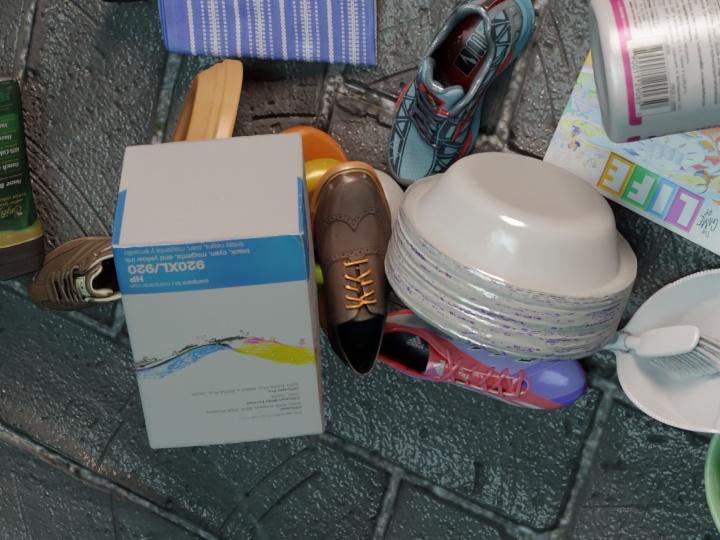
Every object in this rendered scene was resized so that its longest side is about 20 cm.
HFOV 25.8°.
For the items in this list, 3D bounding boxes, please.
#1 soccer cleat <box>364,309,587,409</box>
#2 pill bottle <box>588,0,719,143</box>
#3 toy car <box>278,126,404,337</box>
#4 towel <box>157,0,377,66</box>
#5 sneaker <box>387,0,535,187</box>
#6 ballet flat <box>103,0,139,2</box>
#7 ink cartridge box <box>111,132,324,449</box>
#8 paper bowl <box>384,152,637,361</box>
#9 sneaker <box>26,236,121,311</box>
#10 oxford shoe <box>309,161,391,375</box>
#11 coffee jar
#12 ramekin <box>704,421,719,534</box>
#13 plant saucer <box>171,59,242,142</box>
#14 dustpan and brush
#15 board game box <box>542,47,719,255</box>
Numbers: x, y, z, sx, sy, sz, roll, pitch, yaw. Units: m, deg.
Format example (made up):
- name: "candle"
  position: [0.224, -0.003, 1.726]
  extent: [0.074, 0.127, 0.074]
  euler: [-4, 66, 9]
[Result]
- name: "soccer cleat"
  position: [0.099, 0.084, 1.392]
  extent: [0.199, 0.076, 0.067]
  euler: [17, 112, 22]
- name: "pill bottle"
  position: [0.277, -0.165, 1.180]
  extent: [0.199, 0.113, 0.114]
  euler: [-8, 102, 4]
- name: "toy car"
  position: [-0.068, -0.037, 1.409]
  extent: [0.150, 0.174, 0.201]
  euler: [60, 138, 44]
- name: "towel"
  position: [-0.085, -0.249, 1.377]
  extent: [0.199, 0.024, 0.145]
  euler: [5, 124, 11]
- name: "sneaker"
  position: [0.067, -0.154, 1.328]
  extent: [0.079, 0.095, 0.201]
  euler: [34, 117, 15]
- name: "ballet flat"
  position: [-0.157, -0.289, 1.420]
  extent: [0.200, 0.073, 0.073]
  euler: [-39, 86, 27]
- name: "ink cartridge box"
  position: [-0.107, 0.017, 1.243]
  extent: [0.144, 0.148, 0.201]
  euler: [-5, 125, 0]
- name: "paper bowl"
  position: [0.126, -0.023, 1.272]
  extent: [0.200, 0.201, 0.105]
  euler: [25, 119, 18]
- name: "sneaker"
  position: [-0.265, 0.002, 1.552]
  extent: [0.199, 0.075, 0.071]
  euler: [-16, 97, 29]
- name: "oxford shoe"
  position: [0.000, 0.000, 1.312]
  extent: [0.071, 0.073, 0.201]
  euler: [-12, 131, -8]
- name: "coffee jar"
  position: [-0.376, -0.090, 1.570]
  extent: [0.104, 0.085, 0.201]
  euler: [6, 108, 45]
- name: "ramekin"
  position: [0.384, 0.159, 1.258]
  extent: [0.199, 0.098, 0.201]
  euler: [8, 108, 25]
- name: "plant saucer"
  position: [-0.150, -0.094, 1.403]
  extent: [0.037, 0.200, 0.201]
  euler: [15, 115, -12]
- name: "dustpan and brush"
  position: [0.241, 0.063, 1.308]
  extent: [0.057, 0.140, 0.200]
  euler: [27, 164, -23]
- name: "board game box"
  position: [0.263, -0.104, 1.279]
  extent: [0.199, 0.034, 0.135]
  euler: [29, 116, 17]
